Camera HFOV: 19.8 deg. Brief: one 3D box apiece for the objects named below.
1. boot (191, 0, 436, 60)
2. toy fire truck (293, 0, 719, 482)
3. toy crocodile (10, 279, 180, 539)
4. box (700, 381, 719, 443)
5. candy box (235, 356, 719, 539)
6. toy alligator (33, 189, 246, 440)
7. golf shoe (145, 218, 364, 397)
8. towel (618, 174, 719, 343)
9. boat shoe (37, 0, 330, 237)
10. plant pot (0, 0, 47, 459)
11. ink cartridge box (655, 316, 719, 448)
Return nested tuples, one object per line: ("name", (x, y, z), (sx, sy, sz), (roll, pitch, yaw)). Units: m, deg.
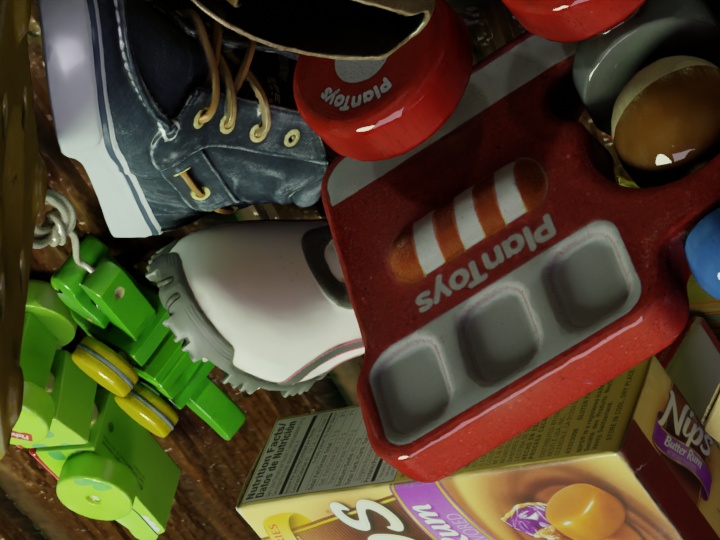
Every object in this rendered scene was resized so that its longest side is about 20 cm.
("boot", (-0.060, -0.127, 0.676), (0.198, 0.076, 0.074), (15, 145, -20))
("toy fire truck", (0.077, -0.034, 0.719), (0.199, 0.169, 0.112), (-30, 139, 15))
("toy crocodile", (-0.143, 0.063, 0.954), (0.061, 0.068, 0.200), (-7, 144, 26))
("box", (0.199, -0.039, 0.763), (0.021, 0.163, 0.201), (36, 148, 17))
("candy box", (0.059, 0.106, 0.865), (0.199, 0.057, 0.117), (-12, 128, 39))
("toy alligator", (-0.109, 0.015, 0.902), (0.054, 0.060, 0.200), (26, 163, 37))
("golf shoe", (0.000, 0.000, 0.849), (0.199, 0.078, 0.088), (3, 144, -47))
("towel", (0.143, -0.002, 0.873), (0.085, 0.018, 0.200), (-7, 161, 1))
("boat shoe", (-0.061, -0.069, 0.749), (0.090, 0.072, 0.200), (-9, 164, 0))
("plant pot", (-0.197, -0.023, 0.604), (0.198, 0.196, 0.196), (3, 142, -4))
("ink cartridge box", (0.103, 0.121, 0.963), (0.199, 0.084, 0.146), (-20, 114, 42))
